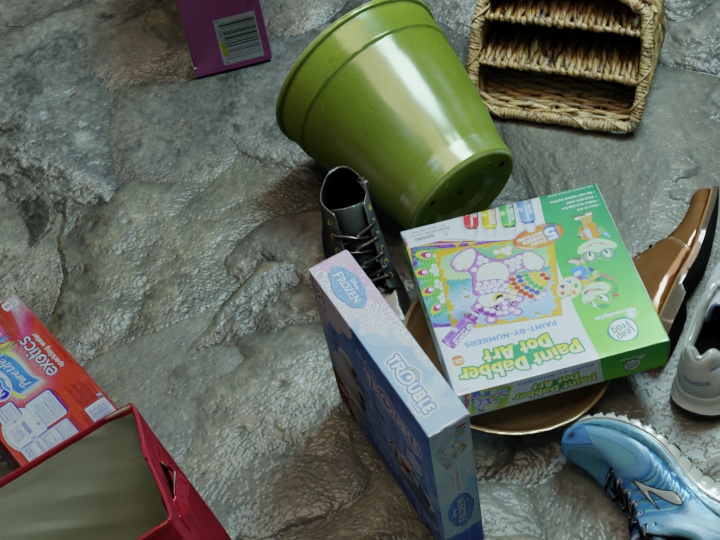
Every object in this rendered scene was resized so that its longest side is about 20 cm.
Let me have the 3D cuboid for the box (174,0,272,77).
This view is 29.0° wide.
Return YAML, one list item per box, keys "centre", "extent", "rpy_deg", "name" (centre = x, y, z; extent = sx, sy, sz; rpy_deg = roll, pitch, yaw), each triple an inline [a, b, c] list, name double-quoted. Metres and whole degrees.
- centre: [-0.179, -0.362, 1.621]
  extent: [0.096, 0.176, 0.200]
  rpy_deg: [-15, 50, -3]
  name: "box"

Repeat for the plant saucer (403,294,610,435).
- centre: [0.137, 0.077, 1.300]
  extent: [0.199, 0.036, 0.201]
  rpy_deg: [-1, 50, 1]
  name: "plant saucer"

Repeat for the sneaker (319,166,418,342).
- centre: [0.000, 0.000, 1.344]
  extent: [0.075, 0.106, 0.200]
  rpy_deg: [-19, 54, -7]
  name: "sneaker"

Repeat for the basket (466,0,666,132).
- centre: [0.220, -0.255, 1.497]
  extent: [0.199, 0.143, 0.149]
  rpy_deg: [12, 53, 18]
  name: "basket"

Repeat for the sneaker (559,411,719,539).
- centre: [0.244, 0.196, 1.172]
  extent: [0.200, 0.079, 0.090]
  rpy_deg: [34, 66, 30]
  name: "sneaker"

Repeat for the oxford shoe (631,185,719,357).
- centre: [0.294, -0.010, 1.336]
  extent: [0.071, 0.071, 0.200]
  rpy_deg: [17, 57, 25]
  name: "oxford shoe"

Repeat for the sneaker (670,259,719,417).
- centre: [0.342, 0.038, 1.278]
  extent: [0.074, 0.087, 0.200]
  rpy_deg: [13, 53, 21]
  name: "sneaker"

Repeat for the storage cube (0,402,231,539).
- centre: [-0.195, 0.249, 1.081]
  extent: [0.200, 0.180, 0.171]
  rpy_deg: [-32, 31, -3]
  name: "storage cube"

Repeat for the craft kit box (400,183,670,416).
- centre: [0.156, 0.024, 1.284]
  extent: [0.199, 0.049, 0.198]
  rpy_deg: [-15, 54, -4]
  name: "craft kit box"

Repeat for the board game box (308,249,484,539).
- centre: [0.032, 0.115, 1.188]
  extent: [0.043, 0.199, 0.200]
  rpy_deg: [-27, 52, -13]
  name: "board game box"

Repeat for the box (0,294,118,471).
- centre: [-0.299, 0.130, 1.291]
  extent: [0.100, 0.096, 0.200]
  rpy_deg: [-36, 55, -20]
  name: "box"

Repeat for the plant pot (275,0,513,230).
- centre: [0.048, -0.139, 1.414]
  extent: [0.200, 0.201, 0.193]
  rpy_deg: [-31, 65, -16]
  name: "plant pot"
